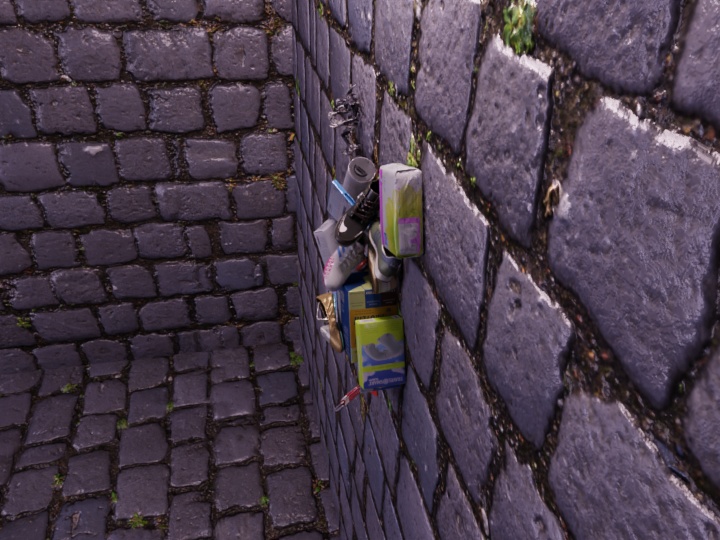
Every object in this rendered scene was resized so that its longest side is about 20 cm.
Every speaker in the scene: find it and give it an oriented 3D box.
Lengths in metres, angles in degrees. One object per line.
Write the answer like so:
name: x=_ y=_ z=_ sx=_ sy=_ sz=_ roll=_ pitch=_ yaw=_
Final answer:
speaker: x=-0.012 y=-0.252 z=1.775 sx=0.200 sy=0.081 sz=0.082 roll=115 pitch=148 yaw=-68

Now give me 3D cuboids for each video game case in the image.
video game case: x=-0.024 y=-0.146 z=1.708 sx=0.200 sy=0.018 sz=0.143 roll=50 pitch=156 yaw=16

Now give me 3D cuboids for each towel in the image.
towel: x=0.012 y=0.317 z=1.674 sx=0.023 sy=0.200 sz=0.144 roll=50 pitch=161 yaw=9

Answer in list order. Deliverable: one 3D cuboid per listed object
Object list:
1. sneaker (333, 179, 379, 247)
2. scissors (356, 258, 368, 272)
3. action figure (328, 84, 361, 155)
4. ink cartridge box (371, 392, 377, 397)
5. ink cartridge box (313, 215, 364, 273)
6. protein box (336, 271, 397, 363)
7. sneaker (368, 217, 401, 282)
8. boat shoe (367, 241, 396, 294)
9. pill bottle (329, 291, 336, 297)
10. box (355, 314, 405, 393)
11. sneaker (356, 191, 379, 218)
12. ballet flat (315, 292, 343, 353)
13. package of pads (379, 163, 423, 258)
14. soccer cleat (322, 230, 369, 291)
sneaker: x=0.000 y=-0.156 z=1.559 sx=0.200 sy=0.075 sz=0.106 roll=-54 pitch=-3 yaw=-25
scissors: x=0.000 y=0.000 z=1.795 sx=0.014 sy=0.073 sz=0.200 roll=55 pitch=151 yaw=6
action figure: x=-0.048 y=-0.454 z=1.812 sx=0.119 sy=0.101 sz=0.201 roll=-93 pitch=1 yaw=-67
ink cartridge box: x=0.009 y=0.314 z=2.016 sx=0.163 sy=0.057 sz=0.202 roll=171 pitch=98 yaw=-78
ink cartridge box: x=-0.060 y=-0.065 z=1.832 sx=0.196 sy=0.043 sz=0.201 roll=-50 pitch=-51 yaw=-57
protein box: x=0.015 y=0.123 z=1.680 sx=0.199 sy=0.134 sz=0.201 roll=-134 pitch=40 yaw=-72
sneaker: x=0.072 y=-0.073 z=1.520 sx=0.090 sy=0.067 sz=0.201 roll=126 pitch=149 yaw=-45
boat shoe: x=0.055 y=-0.008 z=1.595 sx=0.201 sy=0.066 sz=0.074 roll=-100 pitch=7 yaw=-51
pill bottle: x=-0.052 y=0.111 z=2.050 sx=0.109 sy=0.108 sz=0.201 roll=126 pitch=142 yaw=-73
box: x=0.053 y=0.224 z=1.572 sx=0.048 sy=0.121 sz=0.201 roll=-152 pitch=57 yaw=-73
sneaker: x=0.015 y=-0.137 z=1.731 sx=0.200 sy=0.074 sz=0.087 roll=103 pitch=153 yaw=-57
ballet flat: x=-0.092 y=0.154 z=1.726 sx=0.069 sy=0.063 sz=0.201 roll=97 pitch=164 yaw=-50
package of pads: x=0.090 y=-0.137 z=1.361 sx=0.155 sy=0.068 sz=0.201 roll=-132 pitch=38 yaw=-72
soccer cleat: x=-0.036 y=-0.035 z=1.619 sx=0.086 sy=0.070 sz=0.201 roll=-14 pitch=44 yaw=51
